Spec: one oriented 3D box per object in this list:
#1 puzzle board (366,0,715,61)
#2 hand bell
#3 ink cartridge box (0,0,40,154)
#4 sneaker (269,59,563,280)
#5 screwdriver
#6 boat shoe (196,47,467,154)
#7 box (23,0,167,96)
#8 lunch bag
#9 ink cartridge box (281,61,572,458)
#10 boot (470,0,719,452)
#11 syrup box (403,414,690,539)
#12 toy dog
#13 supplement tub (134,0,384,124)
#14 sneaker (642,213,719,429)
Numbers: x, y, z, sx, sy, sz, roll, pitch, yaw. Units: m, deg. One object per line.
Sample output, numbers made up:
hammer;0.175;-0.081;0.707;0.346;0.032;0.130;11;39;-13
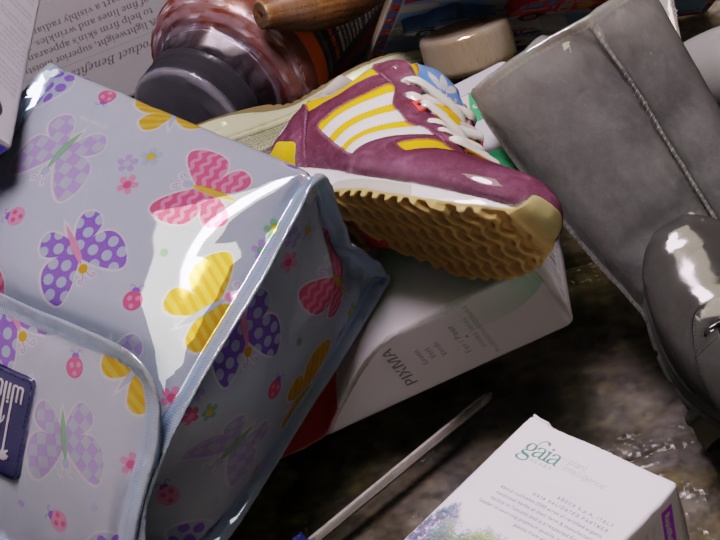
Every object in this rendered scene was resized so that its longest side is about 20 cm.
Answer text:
puzzle board;0.110;-0.147;1.197;0.199;0.151;0.017;-9;78;-9
hand bell;0.030;-0.161;1.237;0.200;0.104;0.104;-20;35;-29
ink cartridge box;-0.234;-0.045;1.032;0.198;0.043;0.200;-33;30;26
sneaker;0.026;-0.054;1.005;0.200;0.075;0.090;10;66;52
screwdriver;-0.014;0.110;1.010;0.029;0.028;0.200;40;63;15
boat shoe;-0.014;-0.060;1.200;0.200;0.072;0.066;-20;59;-23
box;-0.231;-0.179;1.370;0.198;0.131;0.200;-23;37;-9
lunch bag;-0.113;0.032;0.989;0.169;0.127;0.200;24;74;29
ink cartridge box;0.000;0.000;1.077;0.200;0.050;0.161;-24;37;17
boot;0.172;-0.040;1.018;0.181;0.073;0.200;-25;73;-13
syrup box;0.042;0.156;0.891;0.079;0.082;0.200;24;52;38
toy dog;0.130;-0.095;1.144;0.200;0.132;0.096;18;36;32
supplement tub;-0.049;-0.143;1.279;0.107;0.107;0.200;8;43;28
sneaker;0.179;0.052;0.912;0.076;0.091;0.200;-30;64;-3
